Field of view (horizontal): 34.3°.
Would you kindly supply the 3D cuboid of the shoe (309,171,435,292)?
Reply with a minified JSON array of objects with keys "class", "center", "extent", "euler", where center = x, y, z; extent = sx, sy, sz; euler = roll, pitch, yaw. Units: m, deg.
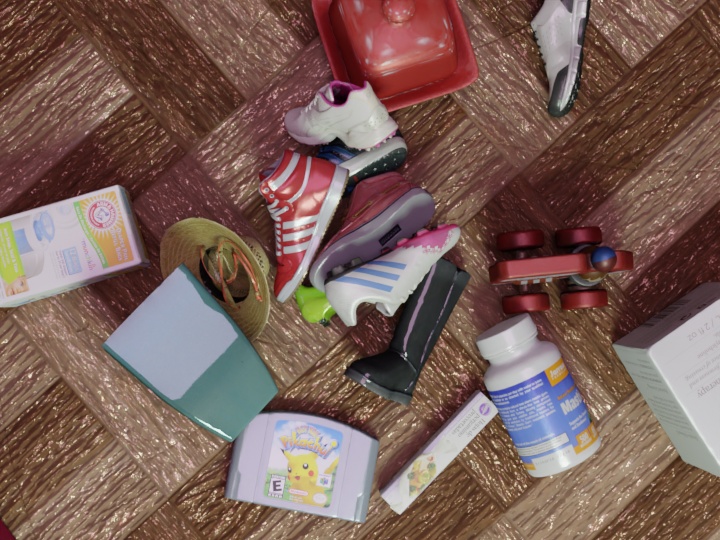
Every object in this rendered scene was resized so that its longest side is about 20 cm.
[{"class":"shoe","center":[0.001,-0.054,1.570],"extent":[0.200,0.091,0.072],"euler":[-38,130,-9]}]

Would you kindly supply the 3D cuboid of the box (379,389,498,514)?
[{"class":"box","center":[0.108,0.250,1.607],"extent":[0.039,0.041,0.200],"euler":[44,85,-1]}]

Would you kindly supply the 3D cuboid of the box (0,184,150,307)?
[{"class":"box","center":[-0.394,-0.032,1.560],"extent":[0.198,0.101,0.114],"euler":[-16,89,-4]}]

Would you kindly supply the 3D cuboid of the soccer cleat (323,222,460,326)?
[{"class":"soccer cleat","center":[0.049,0.007,1.515],"extent":[0.199,0.070,0.087],"euler":[-24,89,-12]}]

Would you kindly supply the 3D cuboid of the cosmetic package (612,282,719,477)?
[{"class":"cosmetic package","center":[0.476,0.142,1.569],"extent":[0.167,0.166,0.201],"euler":[-33,91,-4]}]

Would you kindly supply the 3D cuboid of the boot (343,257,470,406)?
[{"class":"boot","center":[0.065,0.071,1.556],"extent":[0.065,0.165,0.201],"euler":[28,89,24]}]

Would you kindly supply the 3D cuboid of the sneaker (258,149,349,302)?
[{"class":"sneaker","center":[-0.102,-0.063,1.545],"extent":[0.112,0.071,0.201],"euler":[22,103,-11]}]

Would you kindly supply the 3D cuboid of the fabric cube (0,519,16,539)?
[{"class":"fabric cube","center":[-0.570,0.371,1.487],"extent":[0.196,0.200,0.200],"euler":[-38,92,-5]}]

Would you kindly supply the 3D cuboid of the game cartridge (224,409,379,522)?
[{"class":"game cartridge","center":[-0.078,0.262,1.600],"extent":[0.198,0.040,0.135],"euler":[10,84,-3]}]

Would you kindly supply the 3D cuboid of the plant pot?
[{"class":"plant pot","center":[-0.207,0.117,1.489],"extent":[0.200,0.141,0.141],"euler":[44,78,-2]}]

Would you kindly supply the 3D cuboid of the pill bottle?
[{"class":"pill bottle","center":[0.235,0.165,1.576],"extent":[0.111,0.112,0.201],"euler":[-26,93,-4]}]

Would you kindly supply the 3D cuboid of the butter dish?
[{"class":"butter dish","center":[0.048,-0.332,1.567],"extent":[0.198,0.148,0.202],"euler":[-18,83,-3]}]

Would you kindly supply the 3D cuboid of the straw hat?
[{"class":"straw hat","center":[-0.170,-0.002,1.569],"extent":[0.202,0.201,0.085],"euler":[52,47,0]}]

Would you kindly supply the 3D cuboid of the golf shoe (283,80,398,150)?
[{"class":"golf shoe","center":[-0.036,-0.215,1.548],"extent":[0.075,0.199,0.092],"euler":[-45,125,-30]}]

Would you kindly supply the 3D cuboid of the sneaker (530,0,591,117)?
[{"class":"sneaker","center":[0.275,-0.313,1.632],"extent":[0.079,0.074,0.202],"euler":[6,83,12]}]

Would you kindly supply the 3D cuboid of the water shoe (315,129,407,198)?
[{"class":"water shoe","center":[-0.034,-0.146,1.612],"extent":[0.198,0.072,0.079],"euler":[-22,61,-2]}]

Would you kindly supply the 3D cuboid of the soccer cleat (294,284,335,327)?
[{"class":"soccer cleat","center":[0.000,0.000,1.601],"extent":[0.199,0.068,0.082],"euler":[-29,77,-3]}]

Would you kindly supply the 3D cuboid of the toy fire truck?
[{"class":"toy fire truck","center":[0.270,-0.003,1.561],"extent":[0.198,0.168,0.113],"euler":[-4,88,-3]}]
